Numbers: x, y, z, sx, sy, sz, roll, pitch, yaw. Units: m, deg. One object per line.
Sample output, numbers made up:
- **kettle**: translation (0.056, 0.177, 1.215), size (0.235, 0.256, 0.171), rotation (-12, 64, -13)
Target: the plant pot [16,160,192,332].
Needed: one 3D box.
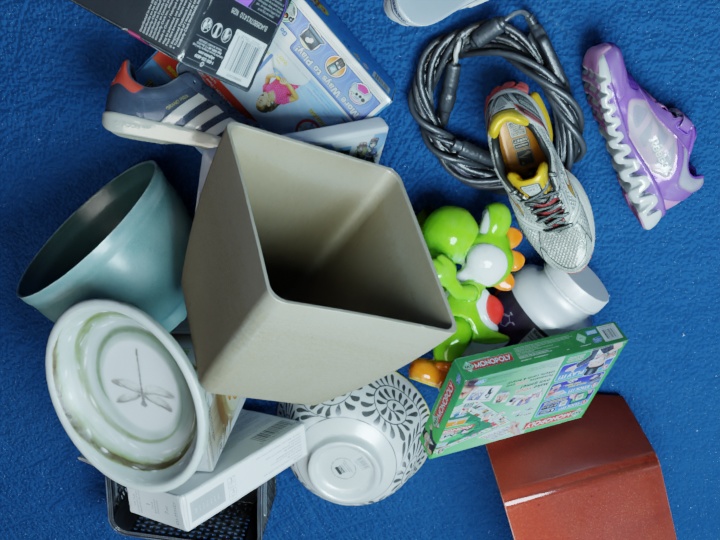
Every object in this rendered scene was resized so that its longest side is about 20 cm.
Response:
- **plant pot**: translation (-0.251, -0.001, 1.086), size (0.199, 0.201, 0.134), rotation (-31, 117, 21)

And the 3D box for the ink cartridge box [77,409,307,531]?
- **ink cartridge box**: translation (-0.187, 0.212, 1.141), size (0.174, 0.199, 0.045), rotation (7, 110, 37)

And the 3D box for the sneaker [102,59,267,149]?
- **sneaker**: translation (-0.152, -0.161, 0.996), size (0.197, 0.075, 0.086), rotation (11, 91, -11)

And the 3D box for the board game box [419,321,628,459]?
- **board game box**: translation (0.167, 0.124, 1.035), size (0.197, 0.029, 0.136), rotation (-10, 141, -25)

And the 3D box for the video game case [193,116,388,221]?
- **video game case**: translation (-0.077, -0.066, 1.026), size (0.198, 0.022, 0.184), rotation (-15, 143, -28)

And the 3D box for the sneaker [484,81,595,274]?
- **sneaker**: translation (0.171, -0.081, 0.988), size (0.077, 0.082, 0.202), rotation (-23, 109, 23)

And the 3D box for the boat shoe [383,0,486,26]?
- **boat shoe**: translation (0.109, -0.285, 0.957), size (0.200, 0.086, 0.075), rotation (-31, 107, -10)

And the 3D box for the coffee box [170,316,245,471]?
- **coffee box**: translation (-0.179, 0.115, 1.122), size (0.078, 0.201, 0.116), rotation (1, 118, 10)

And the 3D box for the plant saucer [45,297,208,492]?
- **plant saucer**: translation (-0.219, 0.116, 0.979), size (0.198, 0.050, 0.203), rotation (11, 115, 26)

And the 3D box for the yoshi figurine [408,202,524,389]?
- **yoshi figurine**: translation (0.092, 0.019, 1.047), size (0.111, 0.112, 0.203), rotation (19, 89, -37)

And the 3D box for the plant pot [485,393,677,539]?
- **plant pot**: translation (0.249, 0.254, 1.145), size (0.174, 0.201, 0.202), rotation (-18, 114, 5)

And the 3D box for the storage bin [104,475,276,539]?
- **storage bin**: translation (-0.210, 0.260, 1.261), size (0.197, 0.094, 0.137), rotation (6, 117, 6)

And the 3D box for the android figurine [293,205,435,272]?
- **android figurine**: translation (0.000, 0.000, 1.097), size (0.181, 0.041, 0.200), rotation (28, 113, -38)

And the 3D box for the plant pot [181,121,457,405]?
- **plant pot**: translation (-0.061, 0.016, 0.932), size (0.198, 0.202, 0.177), rotation (11, 135, -35)

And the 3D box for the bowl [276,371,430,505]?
- **bowl**: translation (-0.013, 0.216, 1.210), size (0.197, 0.095, 0.203), rotation (3, 118, 6)

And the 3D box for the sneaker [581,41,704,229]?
- **sneaker**: translation (0.286, -0.143, 1.003), size (0.088, 0.081, 0.202), rotation (-24, 116, 11)

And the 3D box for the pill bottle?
- **pill bottle**: translation (0.175, 0.073, 1.101), size (0.112, 0.113, 0.200), rotation (36, 115, -10)

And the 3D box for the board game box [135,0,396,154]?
- **board game box**: translation (-0.099, -0.195, 1.039), size (0.195, 0.056, 0.200), rotation (-37, 106, 23)

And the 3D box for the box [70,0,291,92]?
- **box**: translation (-0.182, -0.262, 0.924), size (0.199, 0.122, 0.107), rotation (32, 99, 25)

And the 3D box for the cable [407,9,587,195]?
- **cable**: translation (0.141, -0.154, 1.028), size (0.161, 0.051, 0.201), rotation (-23, 112, 18)
